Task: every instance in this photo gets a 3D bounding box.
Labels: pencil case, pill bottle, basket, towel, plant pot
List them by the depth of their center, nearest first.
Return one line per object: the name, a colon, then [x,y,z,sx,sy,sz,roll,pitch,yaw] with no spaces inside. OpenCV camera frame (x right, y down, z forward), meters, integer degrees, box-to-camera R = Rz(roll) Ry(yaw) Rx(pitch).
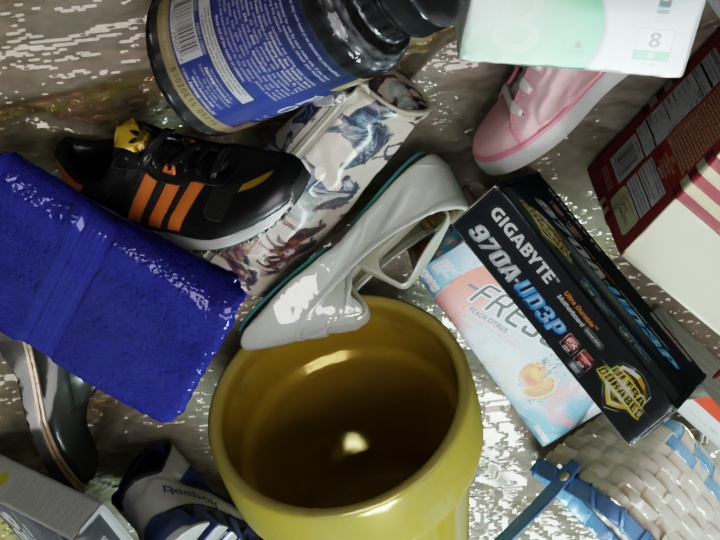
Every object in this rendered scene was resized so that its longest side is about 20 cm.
pill bottle: [-0.037,-0.170,1.539,0.199,0.112,0.112,-18,127,32]
towel: [-0.186,0.010,1.612,0.199,0.050,0.148,31,132,-3]
pencil case: [-0.041,-0.068,1.658,0.200,0.078,0.089,-49,145,19]
plant pot: [0.002,0.153,1.749,0.199,0.202,0.189,-18,139,0]
basket: [0.204,0.217,1.836,0.200,0.139,0.177,-49,121,-13]

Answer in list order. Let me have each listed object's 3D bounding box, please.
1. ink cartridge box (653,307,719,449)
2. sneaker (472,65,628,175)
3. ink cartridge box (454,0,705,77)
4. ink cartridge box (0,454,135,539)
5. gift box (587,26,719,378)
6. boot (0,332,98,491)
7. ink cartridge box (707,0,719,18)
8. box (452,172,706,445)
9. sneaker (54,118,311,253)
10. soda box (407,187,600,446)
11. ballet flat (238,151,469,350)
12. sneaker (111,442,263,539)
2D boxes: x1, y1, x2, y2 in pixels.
ink cartridge box: [0.290,0.132,1.775,0.057,0.200,0.162,-41,120,17]
sneaker: [0.137,-0.164,1.641,0.200,0.075,0.105,-40,115,13]
ink cartridge box: [0.157,-0.224,1.522,0.160,0.050,0.201,4,131,-9]
ink cartridge box: [-0.200,0.228,1.744,0.047,0.199,0.198,-48,123,-20]
gift box: [0.283,-0.039,1.688,0.186,0.185,0.200,36,113,-18]
boot: [-0.190,0.065,1.720,0.137,0.078,0.201,-18,124,-5]
ink cartridge box: [0.302,-0.224,1.560,0.084,0.200,0.145,30,112,-28]
box: [0.159,0.024,1.658,0.046,0.159,0.200,-40,83,16]
sneaker: [-0.130,-0.066,1.603,0.199,0.070,0.090,-6,131,38]
soda box: [0.110,0.036,1.758,0.063,0.069,0.200,-32,121,10]
ballet flat: [0.000,0.000,1.673,0.200,0.069,0.070,-44,121,-5]
sneaker: [-0.126,0.191,1.805,0.081,0.115,0.199,-44,150,7]
